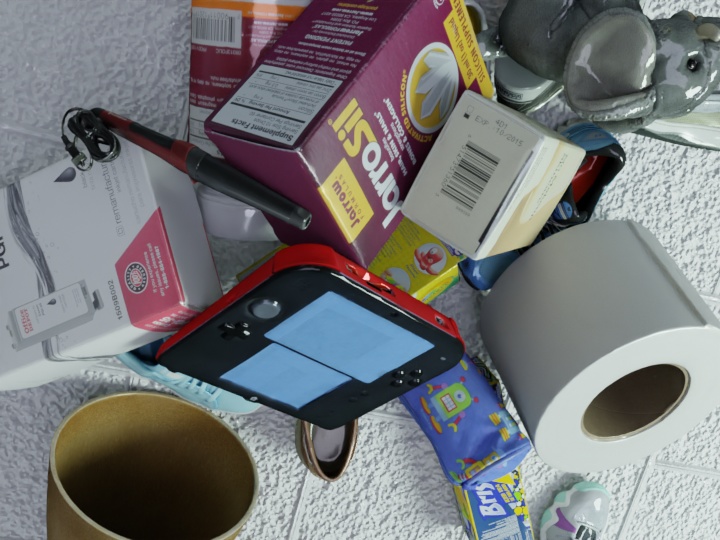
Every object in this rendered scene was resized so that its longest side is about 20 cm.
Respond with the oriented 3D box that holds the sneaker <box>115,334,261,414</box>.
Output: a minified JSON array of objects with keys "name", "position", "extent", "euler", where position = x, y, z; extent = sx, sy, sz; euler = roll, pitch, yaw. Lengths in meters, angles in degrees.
[{"name":"sneaker","position":[-0.169,0.084,0.771],"extent":[0.199,0.082,0.074],"euler":[33,99,-20]}]

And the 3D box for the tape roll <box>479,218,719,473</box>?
[{"name":"tape roll","position":[0.227,0.073,0.789],"extent":[0.199,0.140,0.205],"euler":[-11,135,-11]}]

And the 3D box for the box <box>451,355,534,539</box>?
[{"name":"box","position":[0.125,0.198,0.879],"extent":[0.063,0.070,0.203],"euler":[-17,110,-7]}]

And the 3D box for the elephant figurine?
[{"name":"elephant figurine","position":[0.208,-0.165,0.648],"extent":[0.140,0.156,0.202],"euler":[-24,71,-26]}]

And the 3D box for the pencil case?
[{"name":"pencil case","position":[0.070,0.107,0.777],"extent":[0.086,0.078,0.201],"euler":[-32,69,-10]}]

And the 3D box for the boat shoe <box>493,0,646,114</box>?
[{"name":"boat shoe","position":[0.195,-0.222,0.768],"extent":[0.200,0.064,0.071],"euler":[-42,71,-6]}]

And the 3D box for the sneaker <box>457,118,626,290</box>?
[{"name":"sneaker","position":[0.170,-0.060,0.798],"extent":[0.078,0.090,0.200],"euler":[40,96,-20]}]

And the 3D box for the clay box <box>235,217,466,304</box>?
[{"name":"clay box","position":[0.000,0.000,0.761],"extent":[0.198,0.116,0.048],"euler":[-33,156,-5]}]

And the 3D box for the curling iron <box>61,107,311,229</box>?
[{"name":"curling iron","position":[-0.126,-0.070,0.602],"extent":[0.197,0.026,0.050],"euler":[21,75,7]}]

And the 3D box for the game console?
[{"name":"game console","position":[-0.033,0.063,0.661],"extent":[0.176,0.031,0.199],"euler":[-36,134,27]}]

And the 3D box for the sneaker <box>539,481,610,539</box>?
[{"name":"sneaker","position":[0.236,0.343,0.911],"extent":[0.077,0.140,0.203],"euler":[20,102,-17]}]

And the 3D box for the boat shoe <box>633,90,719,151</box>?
[{"name":"boat shoe","position":[0.286,-0.162,0.805],"extent":[0.199,0.074,0.066],"euler":[10,99,-20]}]

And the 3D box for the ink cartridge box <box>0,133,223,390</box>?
[{"name":"ink cartridge box","position":[-0.225,-0.003,0.673],"extent":[0.197,0.083,0.149],"euler":[-21,80,14]}]

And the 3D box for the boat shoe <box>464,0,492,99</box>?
[{"name":"boat shoe","position":[0.092,-0.141,0.757],"extent":[0.073,0.086,0.206],"euler":[-1,107,-12]}]

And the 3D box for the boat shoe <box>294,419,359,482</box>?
[{"name":"boat shoe","position":[-0.029,0.106,0.809],"extent":[0.074,0.072,0.204],"euler":[-6,100,-11]}]

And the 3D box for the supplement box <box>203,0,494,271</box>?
[{"name":"supplement box","position":[-0.001,-0.125,0.640],"extent":[0.201,0.102,0.131],"euler":[-54,139,-20]}]

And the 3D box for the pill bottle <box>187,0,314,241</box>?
[{"name":"pill bottle","position":[-0.087,-0.134,0.704],"extent":[0.112,0.114,0.204],"euler":[1,107,-13]}]

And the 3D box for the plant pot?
[{"name":"plant pot","position":[-0.212,0.250,0.776],"extent":[0.184,0.187,0.202],"euler":[17,117,-17]}]

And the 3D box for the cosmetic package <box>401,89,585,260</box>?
[{"name":"cosmetic package","position":[0.115,-0.075,0.680],"extent":[0.071,0.199,0.106],"euler":[34,108,17]}]
